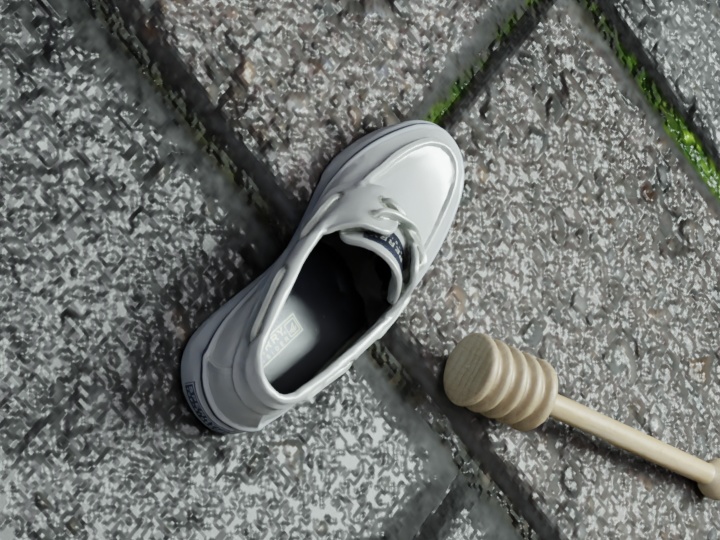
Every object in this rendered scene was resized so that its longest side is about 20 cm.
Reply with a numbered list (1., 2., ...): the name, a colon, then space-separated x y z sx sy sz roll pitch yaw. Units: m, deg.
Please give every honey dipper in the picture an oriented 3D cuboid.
1. honey dipper: 0.125 0.079 1.055 0.199 0.038 0.038 23 67 -36

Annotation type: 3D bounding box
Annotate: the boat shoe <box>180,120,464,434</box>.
1. boat shoe: 0.000 0.000 0.950 0.074 0.065 0.200 49 55 -19
